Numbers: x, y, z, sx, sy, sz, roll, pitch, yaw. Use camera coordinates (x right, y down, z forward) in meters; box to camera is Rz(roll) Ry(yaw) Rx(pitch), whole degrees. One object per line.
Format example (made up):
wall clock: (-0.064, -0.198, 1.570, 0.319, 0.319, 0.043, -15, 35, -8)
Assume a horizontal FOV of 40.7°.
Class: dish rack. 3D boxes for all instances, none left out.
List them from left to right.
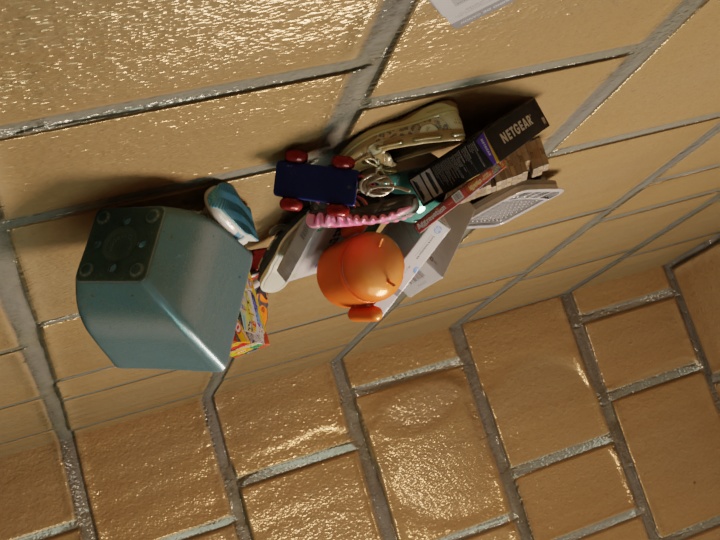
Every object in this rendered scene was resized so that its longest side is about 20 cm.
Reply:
dish rack: (0.303, -0.143, 2.007, 0.170, 0.044, 0.199, -7, 163, -46)

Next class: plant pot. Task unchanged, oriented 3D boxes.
plant pot: (-0.296, 0.010, 1.385, 0.192, 0.200, 0.201, -1, 151, 21)

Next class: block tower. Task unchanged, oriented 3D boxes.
block tower: (0.237, -0.174, 1.749, 0.196, 0.059, 0.054, -18, 167, 4)

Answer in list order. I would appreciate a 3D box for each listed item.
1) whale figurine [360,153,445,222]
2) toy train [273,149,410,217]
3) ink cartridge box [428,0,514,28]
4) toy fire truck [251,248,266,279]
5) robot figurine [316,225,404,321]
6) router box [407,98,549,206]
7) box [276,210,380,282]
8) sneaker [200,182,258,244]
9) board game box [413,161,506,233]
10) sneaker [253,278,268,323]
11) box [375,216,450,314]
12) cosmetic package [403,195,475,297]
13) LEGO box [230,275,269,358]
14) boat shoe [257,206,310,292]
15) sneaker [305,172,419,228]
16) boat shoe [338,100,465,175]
whale figurine: (0.047, -0.121, 1.587, 0.196, 0.106, 0.159, -16, 168, 3)
toy train: (-0.021, -0.120, 1.421, 0.196, 0.087, 0.116, 8, -177, 6)
ink cartridge box: (0.138, -0.324, 0.891, 0.197, 0.085, 0.175, -22, 167, 17)
toy fire truck: (-0.240, 0.010, 1.860, 0.197, 0.050, 0.141, -12, 166, -33)
robot figurine: (0.001, 0.002, 1.619, 0.116, 0.146, 0.199, 32, 159, -19)
router box: (0.184, -0.183, 1.495, 0.156, 0.053, 0.199, -29, -176, 40)
box: (-0.044, -0.060, 1.704, 0.198, 0.036, 0.145, -16, 147, -46)
sneaker: (-0.212, -0.073, 1.484, 0.079, 0.078, 0.200, -16, 166, 1)
board game box: (0.159, -0.120, 1.518, 0.102, 0.020, 0.200, -36, -179, 31)
sneaker: (-0.244, 0.094, 1.917, 0.077, 0.114, 0.199, 3, -153, 40)
box: (0.069, -0.037, 1.724, 0.041, 0.156, 0.201, 30, 107, -22)
cosmetic package: (0.132, -0.056, 1.814, 0.101, 0.071, 0.201, -33, -159, 47)
LEGO box: (-0.239, 0.038, 1.624, 0.076, 0.204, 0.149, -21, 168, 17)
boat shoe: (-0.128, -0.047, 1.730, 0.074, 0.062, 0.201, 3, 136, -33)
sneaker: (-0.001, -0.116, 1.501, 0.197, 0.098, 0.079, -2, -179, 29)
boat shoe: (0.058, -0.183, 1.429, 0.197, 0.064, 0.073, -23, 167, 20)
